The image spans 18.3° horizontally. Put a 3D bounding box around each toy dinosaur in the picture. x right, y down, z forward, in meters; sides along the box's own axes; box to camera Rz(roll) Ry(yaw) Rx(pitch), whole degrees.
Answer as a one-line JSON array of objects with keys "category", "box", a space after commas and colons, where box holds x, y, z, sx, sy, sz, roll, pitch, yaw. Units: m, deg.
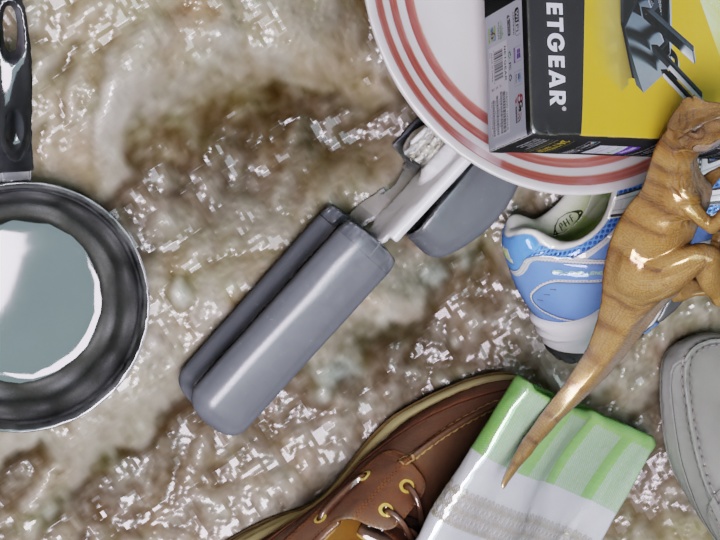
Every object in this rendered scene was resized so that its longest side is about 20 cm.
[{"category": "toy dinosaur", "box": [0.129, 0.002, 1.000, 0.106, 0.060, 0.200, 3, 122, -28]}]

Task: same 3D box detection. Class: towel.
[{"category": "towel", "box": [0.062, 0.153, 1.073, 0.200, 0.031, 0.149, -60, 148, 4]}]

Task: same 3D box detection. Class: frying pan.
[{"category": "frying pan", "box": [-0.167, -0.017, 0.999, 0.115, 0.031, 0.190, -26, 107, -9]}]

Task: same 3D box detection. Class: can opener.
[{"category": "can opener", "box": [0.000, 0.000, 1.043, 0.200, 0.053, 0.066, -44, 113, -2]}]

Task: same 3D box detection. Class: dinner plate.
[{"category": "dinner plate", "box": [0.091, -0.133, 1.029, 0.199, 0.024, 0.201, 2, 84, -19]}]

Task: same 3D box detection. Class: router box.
[{"category": "router box", "box": [0.135, -0.151, 1.006, 0.157, 0.052, 0.201, 0, 84, -19]}]

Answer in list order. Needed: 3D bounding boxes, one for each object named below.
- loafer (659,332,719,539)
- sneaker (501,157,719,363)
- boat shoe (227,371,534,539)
[{"category": "loafer", "box": [0.206, 0.123, 1.101, 0.070, 0.070, 0.201, -22, 85, -17]}, {"category": "sneaker", "box": [0.155, -0.043, 1.066, 0.200, 0.076, 0.077, -41, 116, -5]}, {"category": "boat shoe", "box": [0.014, 0.125, 1.071, 0.200, 0.068, 0.072, -34, 111, -6]}]
